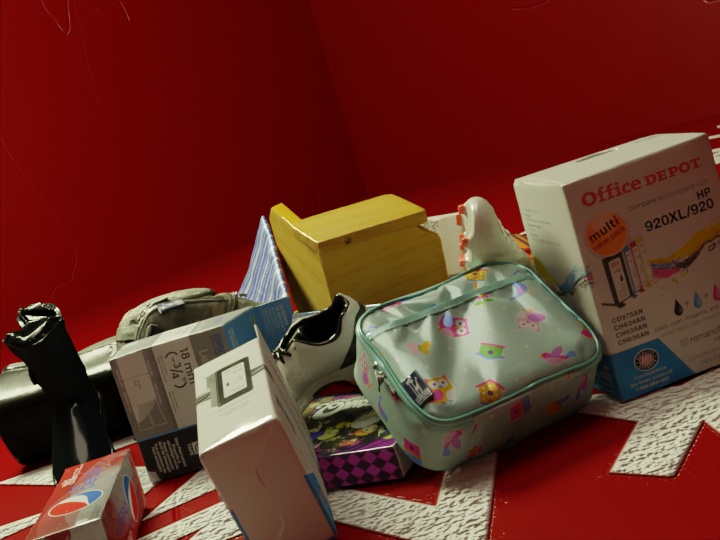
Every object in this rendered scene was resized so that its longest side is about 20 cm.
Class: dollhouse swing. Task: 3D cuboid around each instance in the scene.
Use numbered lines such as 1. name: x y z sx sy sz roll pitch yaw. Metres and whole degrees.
1. dollhouse swing: 0.000 0.000 1.218 0.179 0.202 0.176 -17 30 -4

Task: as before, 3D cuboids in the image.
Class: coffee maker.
1. coffee maker: -0.383 0.171 1.329 0.198 0.136 0.192 -18 10 0

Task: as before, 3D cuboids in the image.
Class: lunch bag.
1. lunch bag: -0.209 0.091 1.228 0.166 0.141 0.200 11 -8 -22
2. lunch bag: 0.095 0.075 0.873 0.198 0.078 0.161 -18 48 -23

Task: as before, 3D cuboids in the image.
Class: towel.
1. towel: -0.124 0.049 1.281 0.024 0.146 0.201 3 42 -21

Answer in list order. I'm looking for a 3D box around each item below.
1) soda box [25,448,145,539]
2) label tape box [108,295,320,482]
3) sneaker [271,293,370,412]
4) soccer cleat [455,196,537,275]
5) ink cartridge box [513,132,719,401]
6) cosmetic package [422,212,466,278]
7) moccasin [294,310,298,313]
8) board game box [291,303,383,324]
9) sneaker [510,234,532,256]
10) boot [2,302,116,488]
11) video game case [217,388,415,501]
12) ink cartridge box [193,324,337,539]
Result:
1. soda box: -0.244 0.229 0.906 0.069 0.064 0.200 -17 8 -4
2. label tape box: -0.153 0.128 1.084 0.198 0.146 0.063 -17 8 5
3. sneaker: -0.066 0.090 0.961 0.199 0.080 0.074 -36 44 9
4. soccer cleat: 0.137 -0.012 0.986 0.076 0.070 0.201 -6 -30 8
5. ink cartridge box: 0.252 -0.010 0.926 0.145 0.202 0.145 -19 8 -7
6. cosmetic package: 0.107 -0.017 1.462 0.197 0.105 0.087 -10 -25 15
7. moccasin: -0.061 0.070 1.496 0.199 0.079 0.074 -20 9 -14
8. board game box: 0.055 0.079 1.047 0.198 0.063 0.199 11 -14 -29
9. sneaker: 0.206 -0.011 1.087 0.077 0.113 0.200 -23 37 -12
10. boot: -0.345 0.144 1.134 0.076 0.170 0.201 -22 32 -4
11. video game case: -0.017 0.159 0.968 0.198 0.036 0.181 -14 10 27
12. ink cartridge box: -0.084 0.138 0.830 0.067 0.117 0.200 -25 20 -2
